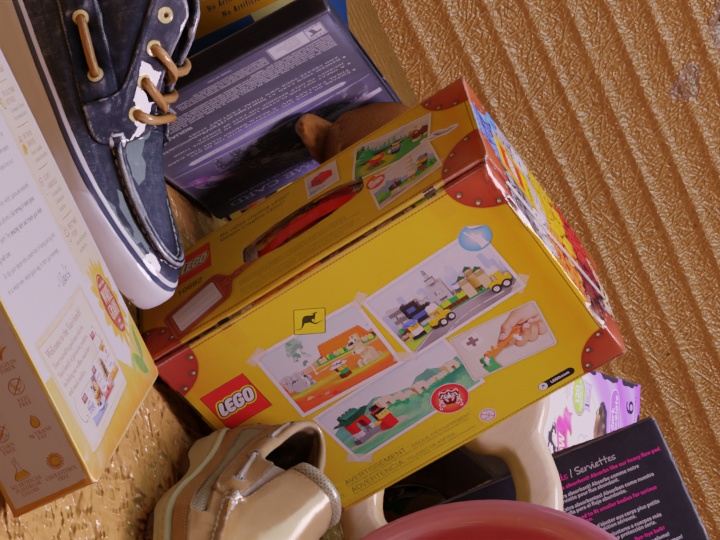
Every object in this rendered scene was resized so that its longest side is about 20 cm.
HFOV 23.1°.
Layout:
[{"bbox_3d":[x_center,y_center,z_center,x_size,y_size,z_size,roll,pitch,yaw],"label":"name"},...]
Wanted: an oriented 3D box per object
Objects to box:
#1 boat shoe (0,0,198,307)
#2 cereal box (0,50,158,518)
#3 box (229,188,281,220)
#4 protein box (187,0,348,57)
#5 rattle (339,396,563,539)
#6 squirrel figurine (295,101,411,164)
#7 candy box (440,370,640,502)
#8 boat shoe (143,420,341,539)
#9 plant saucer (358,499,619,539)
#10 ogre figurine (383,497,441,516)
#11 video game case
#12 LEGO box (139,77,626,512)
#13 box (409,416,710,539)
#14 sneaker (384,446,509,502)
[{"bbox_3d":[-0.110,-0.088,0.835,0.071,0.091,0.201,-21,87,-81],"label":"boat shoe"},{"bbox_3d":[-0.145,-0.022,0.667,0.144,0.039,0.200,-74,139,-77],"label":"cereal box"},{"bbox_3d":[-0.061,-0.048,1.220,0.075,0.050,0.200,-103,166,-48],"label":"box"},{"bbox_3d":[-0.109,-0.223,1.101,0.199,0.135,0.200,-96,160,-65],"label":"protein box"},{"bbox_3d":[0.054,0.084,0.945,0.200,0.130,0.143,-68,155,-7],"label":"rattle"},{"bbox_3d":[0.000,0.000,1.057,0.200,0.141,0.187,-43,146,-53],"label":"squirrel figurine"},{"bbox_3d":[0.132,0.153,1.267,0.200,0.071,0.168,18,73,-59],"label":"candy box"},{"bbox_3d":[-0.046,0.112,0.790,0.200,0.076,0.072,-90,155,-69],"label":"boat shoe"},{"bbox_3d":[0.054,0.201,0.763,0.051,0.200,0.201,65,6,-57],"label":"plant saucer"},{"bbox_3d":[0.068,0.160,1.314,0.200,0.098,0.120,49,27,-27],"label":"ogre figurine"},{"bbox_3d":[-0.057,-0.092,1.043,0.019,0.143,0.200,65,8,17],"label":"video game case"},{"bbox_3d":[0.010,0.022,0.899,0.149,0.200,0.077,50,16,-34],"label":"LEGO box"},{"bbox_3d":[0.101,0.180,1.052,0.132,0.200,0.115,72,-3,-77],"label":"box"},{"bbox_3d":[0.021,0.111,1.178,0.200,0.076,0.070,35,2,31],"label":"sneaker"}]
